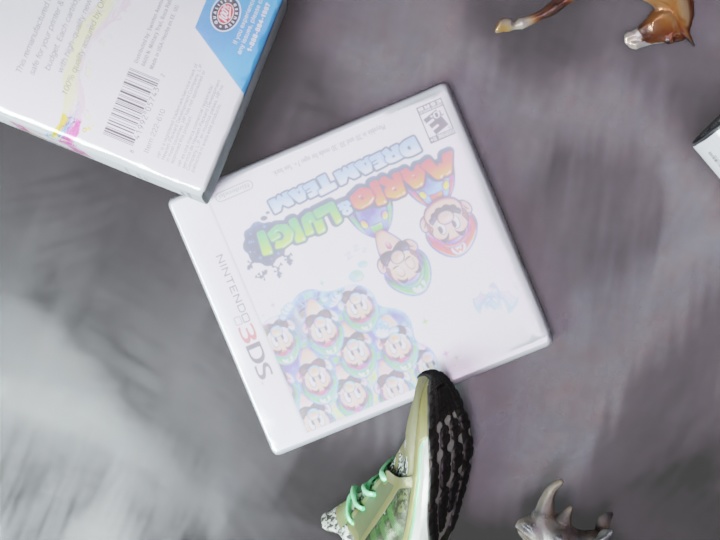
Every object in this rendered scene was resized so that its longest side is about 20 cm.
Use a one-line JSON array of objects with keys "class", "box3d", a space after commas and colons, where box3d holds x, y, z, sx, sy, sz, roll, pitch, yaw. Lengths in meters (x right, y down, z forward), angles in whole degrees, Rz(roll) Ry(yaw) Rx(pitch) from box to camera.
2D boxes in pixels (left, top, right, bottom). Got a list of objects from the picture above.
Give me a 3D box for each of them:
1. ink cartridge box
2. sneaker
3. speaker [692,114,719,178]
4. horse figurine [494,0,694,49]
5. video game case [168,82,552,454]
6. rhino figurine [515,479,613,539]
[{"class": "ink cartridge box", "box3d": [-0.162, -0.147, 1.442, 0.199, 0.085, 0.145, 22, 87, -1]}, {"class": "sneaker", "box3d": [0.014, 0.158, 1.479, 0.088, 0.077, 0.201, 14, 102, 20]}, {"class": "speaker", "box3d": [0.300, -0.028, 1.422, 0.081, 0.081, 0.200, -41, 91, 9]}, {"class": "horse figurine", "box3d": [0.135, -0.231, 1.430, 0.132, 0.050, 0.201, -9, 89, -5]}, {"class": "video game case", "box3d": [0.000, 0.000, 1.487, 0.199, 0.024, 0.183, -22, 94, 8]}, {"class": "rhino figurine", "box3d": [0.144, 0.231, 1.478, 0.087, 0.060, 0.201, -8, 98, 13]}]
